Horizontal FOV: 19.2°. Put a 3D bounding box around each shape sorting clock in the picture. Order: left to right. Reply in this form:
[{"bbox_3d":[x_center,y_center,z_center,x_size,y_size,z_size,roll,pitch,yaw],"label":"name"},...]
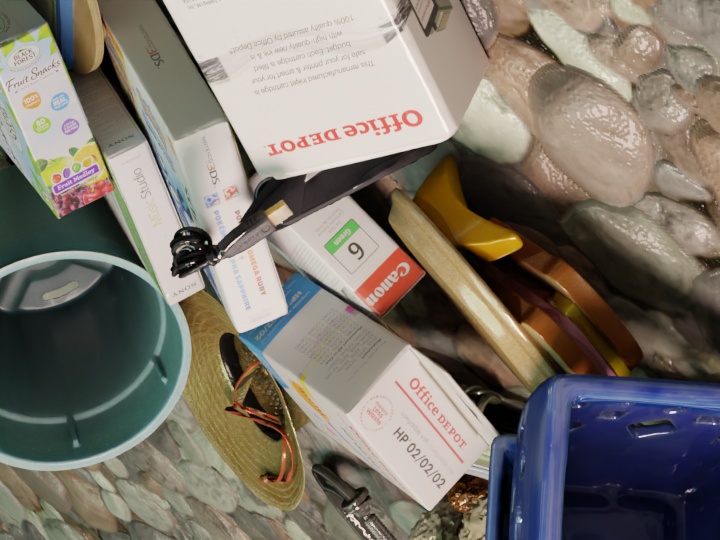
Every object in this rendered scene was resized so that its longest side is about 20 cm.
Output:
[{"bbox_3d":[-0.234,-0.234,1.523,0.200,0.039,0.200,47,157,27],"label":"shape sorting clock"}]

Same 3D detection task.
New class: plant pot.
[{"bbox_3d":[-0.249,0.022,1.711,0.196,0.199,0.201,-114,1,-56],"label":"plant pot"},{"bbox_3d":[0.179,0.183,1.344,0.199,0.201,0.180,6,164,-13],"label":"plant pot"}]

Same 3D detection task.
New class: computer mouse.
[{"bbox_3d":[-0.043,-0.055,1.366,0.046,0.199,0.140,63,180,-2],"label":"computer mouse"}]

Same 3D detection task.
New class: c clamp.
[{"bbox_3d":[0.032,0.241,1.808,0.200,0.027,0.171,50,172,-6],"label":"c clamp"}]

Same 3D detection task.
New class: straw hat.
[{"bbox_3d":[-0.070,0.084,1.702,0.201,0.085,0.202,44,148,36],"label":"straw hat"}]

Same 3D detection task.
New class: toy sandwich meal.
[{"bbox_3d":[0.098,0.008,1.401,0.205,0.070,0.205,50,180,0],"label":"toy sandwich meal"}]

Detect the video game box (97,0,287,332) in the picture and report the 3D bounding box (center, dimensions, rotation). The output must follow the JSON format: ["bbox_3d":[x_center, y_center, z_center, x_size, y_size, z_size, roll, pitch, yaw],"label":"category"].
[{"bbox_3d":[-0.122,-0.083,1.511,0.200,0.047,0.183,-123,15,-47],"label":"video game box"}]

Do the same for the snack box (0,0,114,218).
[{"bbox_3d":[-0.254,-0.143,1.535,0.200,0.053,0.143,44,159,51],"label":"snack box"}]

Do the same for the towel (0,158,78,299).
[{"bbox_3d":[-0.273,-0.006,1.908,0.132,0.034,0.201,32,148,20],"label":"towel"}]

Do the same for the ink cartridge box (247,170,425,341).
[{"bbox_3d":[0.000,0.000,1.516,0.200,0.050,0.109,45,170,0],"label":"ink cartridge box"}]

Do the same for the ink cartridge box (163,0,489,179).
[{"bbox_3d":[-0.032,-0.168,1.286,0.145,0.084,0.201,-11,122,30],"label":"ink cartridge box"}]

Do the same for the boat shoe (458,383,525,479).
[{"bbox_3d":[0.089,0.113,1.569,0.199,0.072,0.062,18,133,22],"label":"boat shoe"}]

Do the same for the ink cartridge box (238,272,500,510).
[{"bbox_3d":[0.011,0.090,1.486,0.115,0.068,0.200,50,169,-35],"label":"ink cartridge box"}]

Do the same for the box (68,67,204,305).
[{"bbox_3d":[-0.183,-0.084,1.602,0.200,0.036,0.145,56,168,49],"label":"box"}]

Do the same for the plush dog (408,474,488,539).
[{"bbox_3d":[0.110,0.239,1.637,0.200,0.160,0.172,35,126,19],"label":"plush dog"}]
